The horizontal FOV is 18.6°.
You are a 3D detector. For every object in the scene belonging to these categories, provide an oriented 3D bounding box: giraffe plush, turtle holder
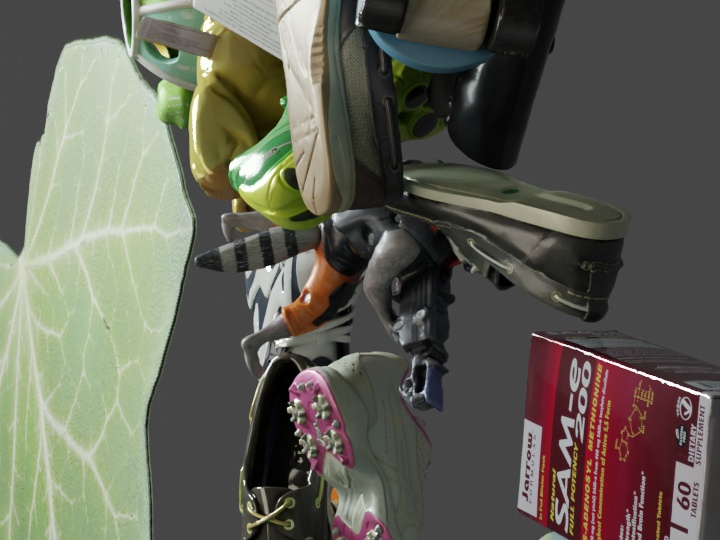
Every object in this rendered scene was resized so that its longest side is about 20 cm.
[{"bbox_3d":[-0.066,-0.105,1.618,0.173,0.199,0.162,-54,-14,-16],"label":"giraffe plush"},{"bbox_3d":[-0.125,-0.207,1.768,0.186,0.131,0.142,128,133,-71],"label":"turtle holder"}]

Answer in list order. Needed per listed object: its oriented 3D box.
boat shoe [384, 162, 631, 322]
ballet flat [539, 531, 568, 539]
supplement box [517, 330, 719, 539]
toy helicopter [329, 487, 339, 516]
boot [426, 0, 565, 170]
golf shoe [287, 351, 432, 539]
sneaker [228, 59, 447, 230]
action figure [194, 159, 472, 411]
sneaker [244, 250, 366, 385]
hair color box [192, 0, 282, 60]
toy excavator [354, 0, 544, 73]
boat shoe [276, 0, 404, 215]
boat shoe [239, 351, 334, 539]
[{"bbox_3d":[0.076,-0.023,1.318,0.199,0.072,0.068,22,115,46],"label":"boat shoe"},{"bbox_3d":[0.117,0.222,1.247,0.200,0.074,0.075,-118,37,-50],"label":"ballet flat"},{"bbox_3d":[0.155,0.100,1.175,0.200,0.060,0.110,-161,74,-67],"label":"supplement box"},{"bbox_3d":[-0.033,0.253,1.628,0.200,0.078,0.133,110,144,-59],"label":"toy helicopter"},{"bbox_3d":[0.102,-0.147,1.307,0.165,0.065,0.201,-101,29,-55],"label":"boot"},{"bbox_3d":[0.021,0.149,1.491,0.075,0.091,0.201,1,111,53],"label":"golf shoe"},{"bbox_3d":[-0.007,-0.104,1.422,0.083,0.200,0.074,24,139,37],"label":"sneaker"},{"bbox_3d":[0.000,0.000,1.426,0.193,0.105,0.201,-23,46,18],"label":"action figure"},{"bbox_3d":[-0.029,0.040,1.602,0.199,0.079,0.131,-20,75,61],"label":"sneaker"},{"bbox_3d":[-0.037,-0.240,1.386,0.111,0.064,0.201,33,129,31],"label":"hair color box"},{"bbox_3d":[0.047,-0.203,1.283,0.200,0.099,0.196,137,141,-80],"label":"toy excavator"},{"bbox_3d":[-0.007,-0.134,1.315,0.072,0.064,0.202,-13,80,63],"label":"boat shoe"},{"bbox_3d":[-0.054,0.157,1.524,0.071,0.061,0.202,-7,63,28],"label":"boat shoe"}]
